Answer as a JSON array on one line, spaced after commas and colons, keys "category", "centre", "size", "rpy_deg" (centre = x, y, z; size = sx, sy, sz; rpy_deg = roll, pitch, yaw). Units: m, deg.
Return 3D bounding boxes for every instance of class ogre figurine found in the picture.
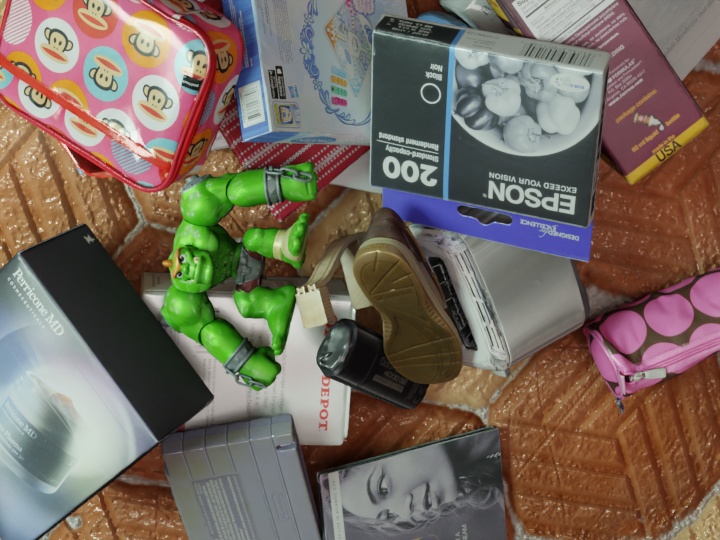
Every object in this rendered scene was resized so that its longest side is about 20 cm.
[{"category": "ogre figurine", "centre": [-0.111, -0.002, 1.314], "size": [0.118, 0.099, 0.202], "rpy_deg": [13, 124, 4]}]

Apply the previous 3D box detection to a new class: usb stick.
[{"category": "usb stick", "centre": [0.016, 0.089, 1.393], "size": [0.032, 0.200, 0.056], "rpy_deg": [24, 86, 28]}]

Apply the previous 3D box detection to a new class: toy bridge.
[{"category": "toy bridge", "centre": [0.000, 0.000, 1.370], "size": [0.027, 0.199, 0.068], "rpy_deg": [-14, 93, 31]}]

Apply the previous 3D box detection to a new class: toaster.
[{"category": "toaster", "centre": [0.120, -0.003, 1.393], "size": [0.129, 0.113, 0.202], "rpy_deg": [-33, 113, -28]}]

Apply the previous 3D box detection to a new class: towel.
[{"category": "towel", "centre": [-0.072, -0.164, 1.327], "size": [0.144, 0.022, 0.201], "rpy_deg": [-40, 116, -18]}]

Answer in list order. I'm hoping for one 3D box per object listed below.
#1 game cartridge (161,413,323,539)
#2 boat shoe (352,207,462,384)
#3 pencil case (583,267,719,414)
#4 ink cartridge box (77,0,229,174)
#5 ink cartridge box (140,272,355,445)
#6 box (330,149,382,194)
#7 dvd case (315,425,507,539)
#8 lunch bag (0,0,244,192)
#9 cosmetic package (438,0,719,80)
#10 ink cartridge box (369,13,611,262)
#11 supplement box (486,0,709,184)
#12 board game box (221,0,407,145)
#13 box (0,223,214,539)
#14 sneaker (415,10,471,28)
[{"category": "game cartridge", "centre": [-0.109, 0.218, 1.423], "size": [0.128, 0.039, 0.202], "rpy_deg": [-6, 133, 5]}, {"category": "boat shoe", "centre": [0.046, 0.024, 1.341], "size": [0.071, 0.073, 0.201], "rpy_deg": [-10, 137, 19]}, {"category": "pencil case", "centre": [0.324, 0.058, 1.468], "size": [0.198, 0.094, 0.092], "rpy_deg": [-25, 106, -3]}, {"category": "ink cartridge box", "centre": [-0.201, -0.201, 1.332], "size": [0.142, 0.085, 0.203], "rpy_deg": [-11, 103, -6]}, {"category": "ink cartridge box", "centre": [-0.110, 0.083, 1.413], "size": [0.197, 0.083, 0.149], "rpy_deg": [2, 103, -9]}, {"category": "box", "centre": [-0.002, -0.150, 1.399], "size": [0.197, 0.036, 0.146], "rpy_deg": [10, 101, -13]}, {"category": "dvd case", "centre": [0.055, 0.248, 1.486], "size": [0.197, 0.016, 0.151], "rpy_deg": [-11, 106, -22]}, {"category": "lunch bag", "centre": [-0.205, -0.160, 1.231], "size": [0.199, 0.082, 0.178], "rpy_deg": [31, 118, 13]}, {"category": "cosmetic package", "centre": [0.214, -0.250, 1.365], "size": [0.200, 0.123, 0.200], "rpy_deg": [40, 95, -14]}, {"category": "ink cartridge box", "centre": [0.102, -0.100, 1.242], "size": [0.196, 0.044, 0.202], "rpy_deg": [12, 127, 18]}, {"category": "supplement box", "centre": [0.192, -0.184, 1.256], "size": [0.085, 0.110, 0.201], "rpy_deg": [-37, 105, 5]}, {"category": "board game box", "centre": [-0.034, -0.210, 1.286], "size": [0.198, 0.043, 0.203], "rpy_deg": [-3, 83, -47]}, {"category": "box", "centre": [-0.274, 0.103, 1.318], "size": [0.198, 0.123, 0.201], "rpy_deg": [-38, 89, 23]}, {"category": "sneaker", "centre": [0.096, -0.141, 1.329], "size": [0.078, 0.066, 0.201], "rpy_deg": [-29, 80, -29]}]
